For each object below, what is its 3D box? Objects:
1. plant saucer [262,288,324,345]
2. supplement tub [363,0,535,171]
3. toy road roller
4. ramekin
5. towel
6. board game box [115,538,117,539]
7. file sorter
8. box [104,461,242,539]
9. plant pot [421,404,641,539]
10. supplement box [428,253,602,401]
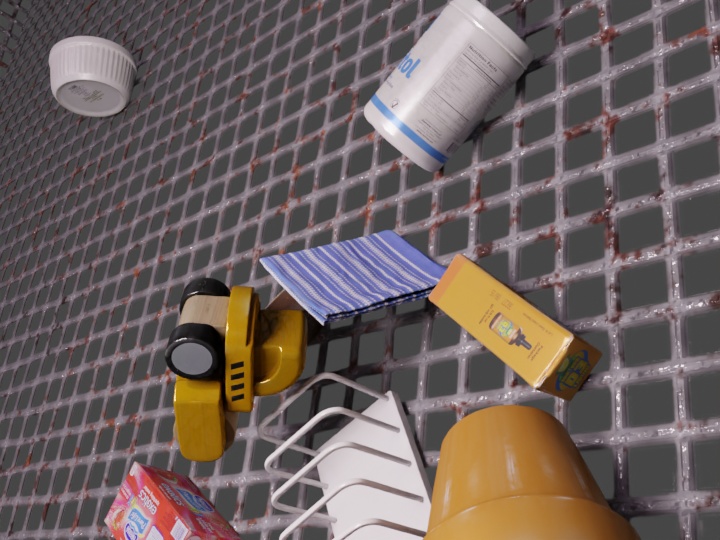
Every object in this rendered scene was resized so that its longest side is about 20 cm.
[{"bbox_3d":[-0.084,0.068,1.092,0.034,0.200,0.200,44,104,14],"label":"plant saucer"},{"bbox_3d":[0.112,-0.240,1.083,0.200,0.132,0.132,-50,40,13],"label":"supplement tub"},{"bbox_3d":[-0.135,0.113,0.952,0.123,0.146,0.200,-90,4,-58],"label":"toy road roller"},{"bbox_3d":[-0.629,-0.446,1.964,0.200,0.200,0.105,-21,63,39],"label":"ramekin"},{"bbox_3d":[0.000,0.000,1.012,0.145,0.200,0.024,40,132,41],"label":"towel"},{"bbox_3d":[-0.318,0.497,1.156,0.200,0.062,0.200,26,88,51],"label":"board game box"},{"bbox_3d":[-0.019,0.238,0.930,0.139,0.124,0.200,-43,43,23],"label":"file sorter"},{"bbox_3d":[-0.259,0.357,1.149,0.200,0.095,0.100,25,86,51],"label":"box"},{"bbox_3d":[0.139,0.227,0.739,0.200,0.200,0.183,-38,29,25],"label":"plant pot"},{"bbox_3d":[0.161,0.058,0.901,0.067,0.069,0.200,-56,38,7],"label":"supplement box"}]
